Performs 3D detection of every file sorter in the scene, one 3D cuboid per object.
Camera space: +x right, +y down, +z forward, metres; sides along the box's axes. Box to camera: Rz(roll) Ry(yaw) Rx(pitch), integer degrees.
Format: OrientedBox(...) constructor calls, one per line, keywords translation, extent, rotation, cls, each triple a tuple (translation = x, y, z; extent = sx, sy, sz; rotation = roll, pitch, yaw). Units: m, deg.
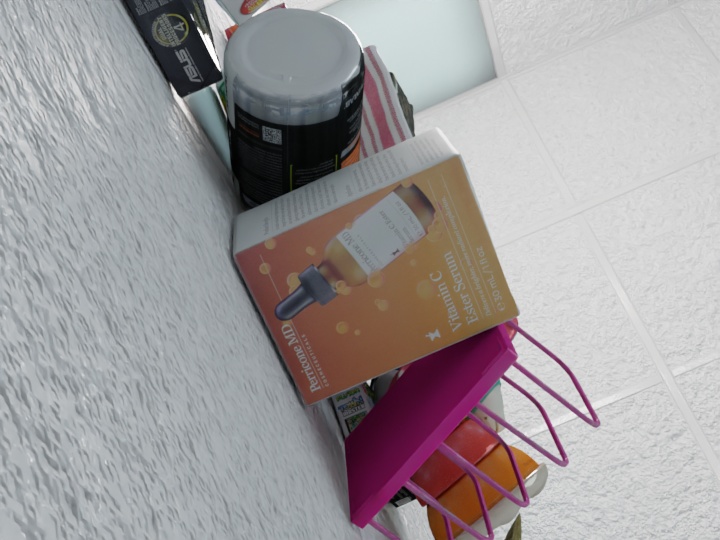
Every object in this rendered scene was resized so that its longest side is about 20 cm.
OrientedBox(translation=(0.097, 0.148, 0.933), extent=(0.125, 0.200, 0.139), rotation=(37, 14, -15), cls="file sorter")

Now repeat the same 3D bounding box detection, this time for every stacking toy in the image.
OrientedBox(translation=(0.087, 0.186, 1.107), extent=(0.200, 0.146, 0.146), rotation=(51, 0, 13), cls="stacking toy")

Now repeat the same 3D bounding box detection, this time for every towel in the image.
OrientedBox(translation=(-0.035, -0.145, 1.203), extent=(0.030, 0.199, 0.147), rotation=(1, 63, -57), cls="towel")

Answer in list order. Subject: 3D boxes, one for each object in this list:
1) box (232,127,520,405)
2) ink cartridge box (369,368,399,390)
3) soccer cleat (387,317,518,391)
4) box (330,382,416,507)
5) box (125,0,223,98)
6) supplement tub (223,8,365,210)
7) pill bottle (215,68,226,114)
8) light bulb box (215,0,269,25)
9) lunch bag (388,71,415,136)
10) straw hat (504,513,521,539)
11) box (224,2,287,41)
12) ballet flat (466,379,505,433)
OrientedBox(translation=(0.011, -0.005, 0.895), extent=(0.106, 0.199, 0.153), rotation=(-107, 172, -70), cls="box")
OrientedBox(translation=(0.057, 0.142, 1.238), extent=(0.094, 0.044, 0.201), rotation=(50, -24, 23), cls="ink cartridge box")
OrientedBox(translation=(0.092, 0.097, 1.080), extent=(0.067, 0.200, 0.077), rotation=(36, -45, 18), cls="soccer cleat")
OrientedBox(translation=(0.016, 0.184, 1.131), extent=(0.200, 0.034, 0.111), rotation=(59, 9, -66), cls="box")
OrientedBox(translation=(-0.182, -0.270, 0.881), extent=(0.201, 0.049, 0.162), rotation=(65, 2, -46), cls="box")
OrientedBox(translation=(-0.060, -0.125, 0.955), extent=(0.201, 0.122, 0.123), rotation=(95, -21, -52), cls="supplement tub")
OrientedBox(translation=(-0.074, -0.136, 1.146), extent=(0.113, 0.112, 0.201), rotation=(46, 22, -80), cls="pill bottle")
OrientedBox(translation=(-0.120, -0.394, 1.039), extent=(0.200, 0.198, 0.125), rotation=(51, 2, 8), cls="light bulb box")
OrientedBox(translation=(-0.032, -0.168, 1.353), extent=(0.164, 0.198, 0.119), rotation=(28, 54, -78), cls="lunch bag")
OrientedBox(translation=(0.119, 0.357, 1.127), extent=(0.201, 0.084, 0.203), rotation=(4, 90, -76), cls="straw hat")
OrientedBox(translation=(-0.115, -0.286, 1.562), extent=(0.200, 0.099, 0.096), rotation=(61, 7, -62), cls="box")
OrientedBox(translation=(0.124, 0.174, 1.173), extent=(0.070, 0.201, 0.067), rotation=(34, 31, 22), cls="ballet flat")
